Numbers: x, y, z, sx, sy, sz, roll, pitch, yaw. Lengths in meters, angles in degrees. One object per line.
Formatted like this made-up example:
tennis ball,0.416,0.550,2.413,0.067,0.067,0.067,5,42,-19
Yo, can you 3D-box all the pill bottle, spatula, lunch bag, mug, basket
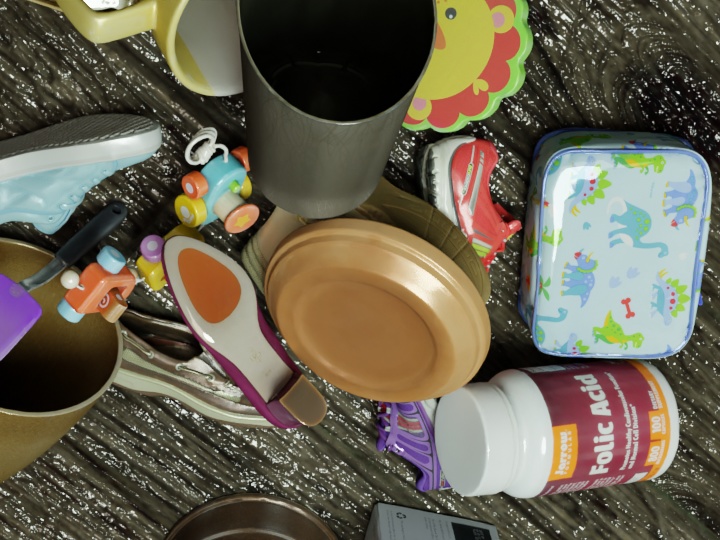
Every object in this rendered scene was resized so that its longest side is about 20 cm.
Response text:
pill bottle,0.175,0.142,1.094,0.198,0.114,0.115,-3,113,-25
spatula,-0.261,-0.002,1.026,0.056,0.200,0.021,39,136,1
lunch bag,0.226,-0.022,1.084,0.159,0.083,0.202,0,111,-2
mug,-0.129,-0.243,0.927,0.150,0.186,0.154,-49,62,22
basket,-0.026,-0.135,0.900,0.134,0.200,0.182,-1,66,-7

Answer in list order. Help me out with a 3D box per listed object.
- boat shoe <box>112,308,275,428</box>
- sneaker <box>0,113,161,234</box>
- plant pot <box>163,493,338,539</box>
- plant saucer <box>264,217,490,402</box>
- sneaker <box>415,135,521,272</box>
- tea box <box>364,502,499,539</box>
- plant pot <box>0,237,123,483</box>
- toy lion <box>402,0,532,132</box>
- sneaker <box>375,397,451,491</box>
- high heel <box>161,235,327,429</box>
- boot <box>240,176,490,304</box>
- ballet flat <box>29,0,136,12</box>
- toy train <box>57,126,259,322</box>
boat shoe,-0.138,0.085,1.105,0.200,0.075,0.075,13,123,-8
sneaker,-0.257,-0.078,1.052,0.198,0.074,0.083,-11,119,11
plant pot,-0.107,0.349,1.146,0.198,0.199,0.202,-1,111,-2
plant saucer,0.009,0.044,1.014,0.198,0.038,0.201,15,137,14
sneaker,0.103,-0.021,1.086,0.084,0.077,0.202,-11,113,-8
tea box,0.058,0.365,1.159,0.132,0.200,0.199,12,109,-7
plant pot,-0.331,0.106,1.066,0.185,0.187,0.200,28,127,-12
toy lion,0.064,-0.221,0.973,0.191,0.069,0.200,41,107,8
sneaker,0.041,0.130,1.137,0.083,0.081,0.201,-23,111,12
high heel,-0.109,0.057,1.037,0.067,0.096,0.201,-38,100,-20
boot,0.000,0.000,1.053,0.199,0.073,0.156,35,132,-3
ballet flat,-0.260,-0.248,0.986,0.198,0.063,0.069,16,110,-8
toy train,-0.159,-0.024,1.031,0.056,0.150,0.200,45,100,13
